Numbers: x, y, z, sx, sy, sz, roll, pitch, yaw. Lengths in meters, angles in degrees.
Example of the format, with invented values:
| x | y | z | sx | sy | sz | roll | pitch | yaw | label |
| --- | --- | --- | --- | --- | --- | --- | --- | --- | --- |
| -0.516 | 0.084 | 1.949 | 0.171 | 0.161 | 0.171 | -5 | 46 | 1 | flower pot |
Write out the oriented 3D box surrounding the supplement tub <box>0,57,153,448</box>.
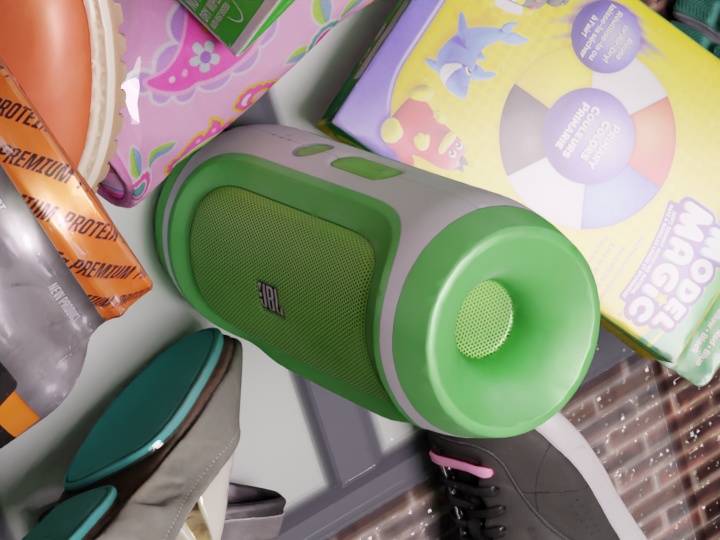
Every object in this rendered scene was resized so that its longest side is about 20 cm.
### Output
| x | y | z | sx | sy | sz | roll | pitch | yaw | label |
| --- | --- | --- | --- | --- | --- | --- | --- | --- | --- |
| -0.169 | 0.023 | 0.695 | 0.199 | 0.123 | 0.123 | -36 | 120 | -4 | supplement tub |

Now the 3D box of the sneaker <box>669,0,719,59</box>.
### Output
| x | y | z | sx | sy | sz | roll | pitch | yaw | label |
| --- | --- | --- | --- | --- | --- | --- | --- | --- | --- |
| 0.173 | -0.080 | 1.043 | 0.200 | 0.074 | 0.088 | -50 | 138 | -3 | sneaker |

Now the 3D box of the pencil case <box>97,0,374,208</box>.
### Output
| x | y | z | sx | sy | sz | roll | pitch | yaw | label |
| --- | --- | --- | --- | --- | --- | --- | --- | --- | --- |
| -0.047 | -0.109 | 0.878 | 0.200 | 0.087 | 0.088 | -43 | 121 | -15 | pencil case |

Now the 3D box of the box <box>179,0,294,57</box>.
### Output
| x | y | z | sx | sy | sz | roll | pitch | yaw | label |
| --- | --- | --- | --- | --- | --- | --- | --- | --- | --- |
| -0.031 | -0.211 | 0.809 | 0.177 | 0.097 | 0.200 | 45 | 74 | -4 | box |

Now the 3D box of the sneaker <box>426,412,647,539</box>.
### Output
| x | y | z | sx | sy | sz | roll | pitch | yaw | label |
| --- | --- | --- | --- | --- | --- | --- | --- | --- | --- |
| 0.058 | 0.119 | 1.006 | 0.099 | 0.071 | 0.200 | -50 | 127 | -18 | sneaker |

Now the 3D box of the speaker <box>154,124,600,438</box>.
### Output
| x | y | z | sx | sy | sz | roll | pitch | yaw | label |
| --- | --- | --- | --- | --- | --- | --- | --- | --- | --- |
| 0.000 | 0.000 | 0.861 | 0.088 | 0.200 | 0.089 | -9 | 107 | -30 | speaker |

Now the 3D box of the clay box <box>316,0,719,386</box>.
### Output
| x | y | z | sx | sy | sz | roll | pitch | yaw | label |
| --- | --- | --- | --- | --- | --- | --- | --- | --- | --- |
| 0.096 | -0.050 | 0.955 | 0.199 | 0.048 | 0.115 | 34 | 86 | -8 | clay box |

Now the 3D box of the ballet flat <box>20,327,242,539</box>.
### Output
| x | y | z | sx | sy | sz | roll | pitch | yaw | label |
| --- | --- | --- | --- | --- | --- | --- | --- | --- | --- |
| -0.085 | 0.096 | 0.867 | 0.064 | 0.067 | 0.200 | 57 | 32 | -15 | ballet flat |

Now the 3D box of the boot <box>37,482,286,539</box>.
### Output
| x | y | z | sx | sy | sz | roll | pitch | yaw | label |
| --- | --- | --- | --- | --- | --- | --- | --- | --- | --- |
| -0.040 | 0.152 | 0.958 | 0.199 | 0.070 | 0.133 | 2 | 96 | -37 | boot |

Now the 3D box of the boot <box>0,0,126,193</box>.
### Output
| x | y | z | sx | sy | sz | roll | pitch | yaw | label |
| --- | --- | --- | --- | --- | --- | --- | --- | --- | --- |
| -0.150 | -0.028 | 0.787 | 0.107 | 0.075 | 0.201 | -9 | 129 | -56 | boot |
